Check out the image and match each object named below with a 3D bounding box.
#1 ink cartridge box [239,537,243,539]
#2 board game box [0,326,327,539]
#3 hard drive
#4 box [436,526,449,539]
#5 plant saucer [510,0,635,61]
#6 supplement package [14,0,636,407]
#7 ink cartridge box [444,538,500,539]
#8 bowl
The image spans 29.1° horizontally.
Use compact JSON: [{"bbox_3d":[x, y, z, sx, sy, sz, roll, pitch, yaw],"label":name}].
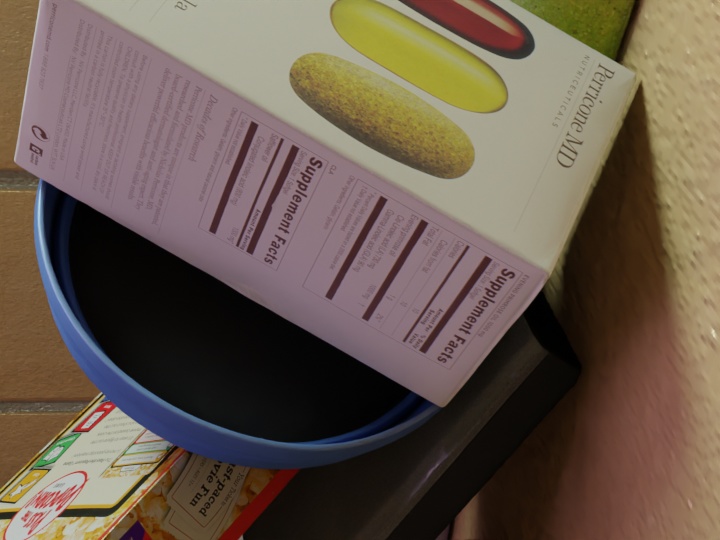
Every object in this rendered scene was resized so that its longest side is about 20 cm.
[{"bbox_3d":[-0.053,0.151,0.954,0.076,0.147,0.202,-119,32,-70],"label":"ink cartridge box"},{"bbox_3d":[-0.083,0.077,0.637,0.151,0.200,0.046,-13,116,50],"label":"board game box"},{"bbox_3d":[0.015,0.076,0.660,0.200,0.033,0.140,-51,26,18],"label":"hard drive"},{"bbox_3d":[0.035,0.089,0.780,0.042,0.038,0.201,-107,20,-61],"label":"box"},{"bbox_3d":[0.068,-0.166,0.599,0.201,0.047,0.201,102,164,-46],"label":"plant saucer"},{"bbox_3d":[-0.015,-0.059,0.538,0.114,0.199,0.110,-61,1,-35],"label":"supplement package"},{"bbox_3d":[0.030,0.254,0.683,0.146,0.083,0.201,107,161,-54],"label":"ink cartridge box"},{"bbox_3d":[-0.038,-0.009,0.591,0.039,0.199,0.202,121,149,-54],"label":"bowl"}]
